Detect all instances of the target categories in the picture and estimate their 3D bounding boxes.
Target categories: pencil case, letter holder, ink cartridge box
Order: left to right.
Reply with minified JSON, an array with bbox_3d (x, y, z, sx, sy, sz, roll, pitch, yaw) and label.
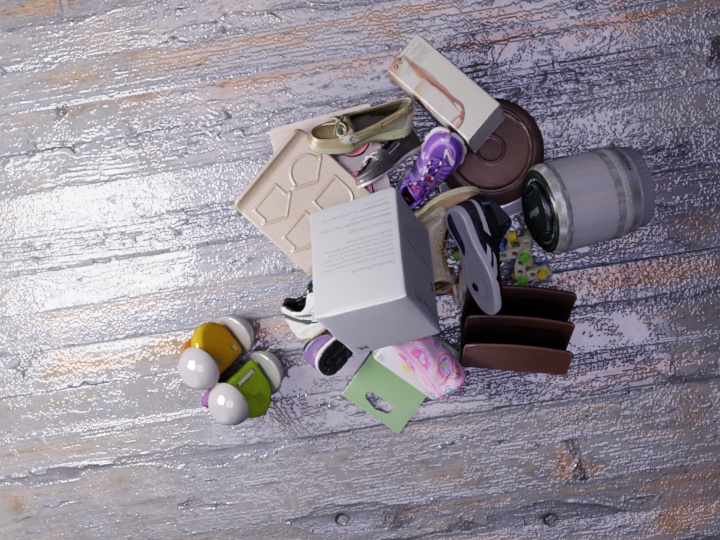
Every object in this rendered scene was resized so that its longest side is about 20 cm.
[{"bbox_3d":[0.079,0.197,1.749,0.145,0.048,0.201,35,94,-11],"label":"ink cartridge box"},{"bbox_3d":[0.103,0.140,1.673,0.087,0.088,0.200,-40,104,5],"label":"pencil case"},{"bbox_3d":[0.284,0.104,1.678,0.196,0.143,0.102,4,56,2],"label":"letter holder"}]

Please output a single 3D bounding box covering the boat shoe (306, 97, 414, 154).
[{"bbox_3d":[0.000,-0.257,1.628,0.197,0.074,0.064,-11,138,-10],"label":"boat shoe"}]

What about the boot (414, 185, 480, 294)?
[{"bbox_3d":[0.147,-0.047,1.663,0.198,0.073,0.157,-28,59,15],"label":"boot"}]

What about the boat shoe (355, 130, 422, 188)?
[{"bbox_3d":[0.041,-0.206,1.662,0.066,0.200,0.058,-21,103,42],"label":"boat shoe"}]

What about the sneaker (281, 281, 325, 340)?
[{"bbox_3d":[-0.057,0.055,1.695,0.198,0.076,0.088,-27,116,19],"label":"sneaker"}]

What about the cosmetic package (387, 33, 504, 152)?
[{"bbox_3d":[0.153,-0.313,1.655,0.200,0.103,0.087,43,94,15],"label":"cosmetic package"}]

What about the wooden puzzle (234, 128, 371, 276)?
[{"bbox_3d":[-0.097,-0.121,1.670,0.200,0.046,0.186,41,96,-6],"label":"wooden puzzle"}]

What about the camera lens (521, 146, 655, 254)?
[{"bbox_3d":[0.395,-0.125,1.642,0.197,0.160,0.163,-14,95,-11],"label":"camera lens"}]

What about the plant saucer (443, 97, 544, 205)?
[{"bbox_3d":[0.238,-0.220,1.701,0.196,0.034,0.204,-1,85,7],"label":"plant saucer"}]

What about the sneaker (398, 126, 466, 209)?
[{"bbox_3d":[0.122,-0.168,1.659,0.080,0.084,0.201,30,135,-2],"label":"sneaker"}]

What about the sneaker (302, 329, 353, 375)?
[{"bbox_3d":[-0.026,0.103,1.742,0.199,0.087,0.076,-39,124,-18],"label":"sneaker"}]

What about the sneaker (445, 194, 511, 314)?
[{"bbox_3d":[0.231,-0.035,1.619,0.111,0.073,0.203,-28,103,-30],"label":"sneaker"}]

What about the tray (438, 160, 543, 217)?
[{"bbox_3d":[0.253,-0.148,1.730,0.197,0.022,0.109,-23,95,4],"label":"tray"}]

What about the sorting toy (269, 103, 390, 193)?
[{"bbox_3d":[-0.054,-0.188,1.717,0.197,0.070,0.202,-14,95,4],"label":"sorting toy"}]

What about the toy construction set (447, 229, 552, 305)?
[{"bbox_3d":[0.247,-0.013,1.713,0.197,0.093,0.132,-17,126,12],"label":"toy construction set"}]

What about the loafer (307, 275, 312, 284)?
[{"bbox_3d":[0.000,0.000,1.735,0.196,0.072,0.064,-1,55,2],"label":"loafer"}]

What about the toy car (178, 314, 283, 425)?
[{"bbox_3d":[-0.256,0.198,1.733,0.201,0.175,0.150,50,130,-3],"label":"toy car"}]

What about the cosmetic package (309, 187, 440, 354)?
[{"bbox_3d":[0.024,0.005,1.560,0.164,0.167,0.203,-15,60,19],"label":"cosmetic package"}]
